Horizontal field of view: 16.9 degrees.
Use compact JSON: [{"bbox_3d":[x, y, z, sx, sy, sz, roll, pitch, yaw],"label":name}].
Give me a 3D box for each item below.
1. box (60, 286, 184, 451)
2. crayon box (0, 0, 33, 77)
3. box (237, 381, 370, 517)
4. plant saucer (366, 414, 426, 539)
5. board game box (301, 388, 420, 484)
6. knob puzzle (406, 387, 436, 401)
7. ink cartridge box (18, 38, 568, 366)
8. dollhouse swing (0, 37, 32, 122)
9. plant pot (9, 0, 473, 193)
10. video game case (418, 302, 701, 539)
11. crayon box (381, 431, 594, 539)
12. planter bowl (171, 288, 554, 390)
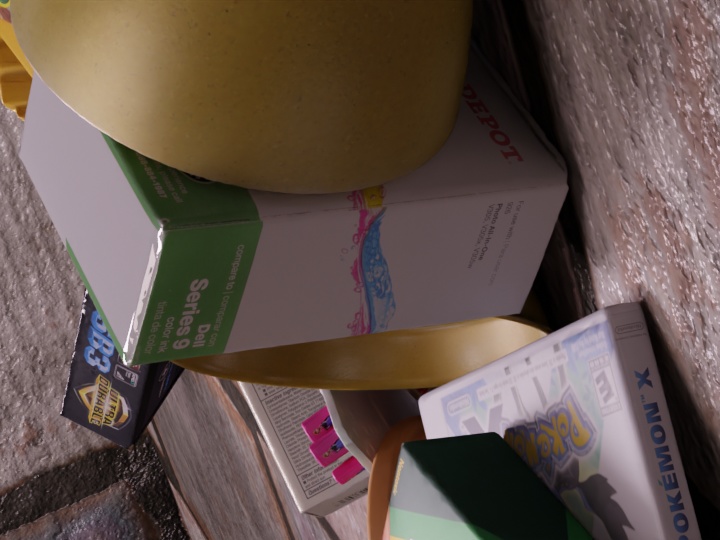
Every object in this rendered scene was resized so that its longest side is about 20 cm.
[{"bbox_3d":[-0.080,-0.040,1.247,0.049,0.199,0.201,26,139,7],"label":"box"},{"bbox_3d":[-0.147,-0.154,1.367,0.200,0.051,0.127,51,135,23],"label":"crayon box"},{"bbox_3d":[-0.037,0.052,1.588,0.201,0.095,0.078,65,-175,12],"label":"box"},{"bbox_3d":[0.068,0.171,1.305,0.200,0.037,0.201,46,-146,-43],"label":"plant saucer"},{"bbox_3d":[0.011,0.095,1.399,0.200,0.026,0.200,50,-169,-37],"label":"board game box"},{"bbox_3d":[0.003,-0.001,1.374,0.220,0.030,0.221,158,90,-81],"label":"knob puzzle"},{"bbox_3d":[-0.031,-0.046,1.065,0.146,0.199,0.088,57,144,38],"label":"ink cartridge box"},{"bbox_3d":[-0.148,-0.155,1.432,0.176,0.180,0.201,-72,-24,-76],"label":"dollhouse swing"},{"bbox_3d":[-0.033,-0.150,1.003,0.200,0.199,0.143,56,140,39],"label":"plant pot"},{"bbox_3d":[0.094,0.125,1.107,0.200,0.022,0.183,-32,70,62],"label":"video game case"},{"bbox_3d":[0.062,0.204,1.097,0.173,0.058,0.201,49,136,50],"label":"crayon box"},{"bbox_3d":[0.000,0.000,1.193,0.200,0.199,0.084,113,157,-75],"label":"planter bowl"}]
